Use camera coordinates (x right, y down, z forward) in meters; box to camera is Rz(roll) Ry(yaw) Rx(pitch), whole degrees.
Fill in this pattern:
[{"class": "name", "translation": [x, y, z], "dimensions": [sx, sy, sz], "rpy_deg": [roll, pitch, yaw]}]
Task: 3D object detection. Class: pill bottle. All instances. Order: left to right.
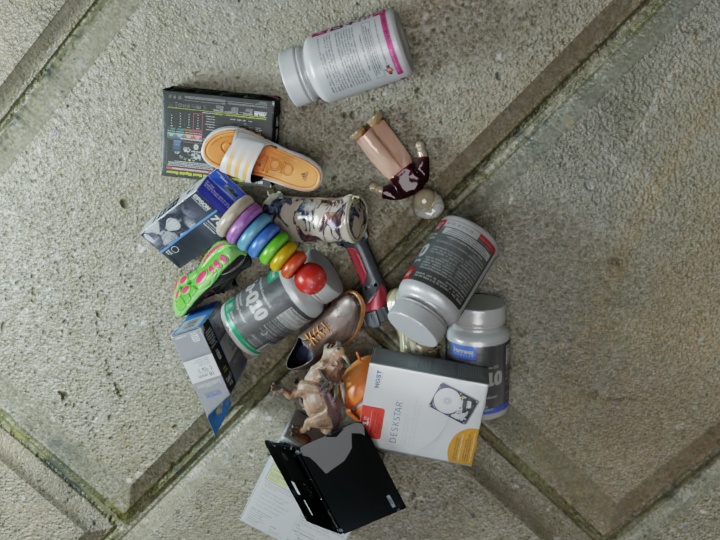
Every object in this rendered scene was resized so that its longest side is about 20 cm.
[{"class": "pill bottle", "translation": [-0.137, 0.054, 1.699], "dimensions": [0.200, 0.113, 0.113], "rpy_deg": [-34, 100, 15]}, {"class": "pill bottle", "translation": [-0.024, -0.340, 1.561], "dimensions": [0.200, 0.113, 0.113], "rpy_deg": [-16, 104, 12]}, {"class": "pill bottle", "translation": [0.135, 0.018, 1.603], "dimensions": [0.114, 0.114, 0.200], "rpy_deg": [35, 71, -4]}, {"class": "pill bottle", "translation": [0.204, 0.149, 1.683], "dimensions": [0.114, 0.114, 0.200], "rpy_deg": [1, 107, 7]}]

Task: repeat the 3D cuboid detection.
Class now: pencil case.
[{"class": "pencil case", "translation": [-0.079, -0.091, 1.629], "dimensions": [0.200, 0.078, 0.090], "rpy_deg": [3, 113, 32]}]

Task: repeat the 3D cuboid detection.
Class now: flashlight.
[{"class": "flashlight", "translation": [0.000, 0.000, 1.692], "dimensions": [0.068, 0.068, 0.200], "rpy_deg": [-10, 108, 56]}]

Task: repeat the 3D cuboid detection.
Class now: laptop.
[{"class": "laptop", "translation": [-0.048, 0.350, 1.661], "dimensions": [0.103, 0.200, 0.177], "rpy_deg": [-32, 103, -28]}]

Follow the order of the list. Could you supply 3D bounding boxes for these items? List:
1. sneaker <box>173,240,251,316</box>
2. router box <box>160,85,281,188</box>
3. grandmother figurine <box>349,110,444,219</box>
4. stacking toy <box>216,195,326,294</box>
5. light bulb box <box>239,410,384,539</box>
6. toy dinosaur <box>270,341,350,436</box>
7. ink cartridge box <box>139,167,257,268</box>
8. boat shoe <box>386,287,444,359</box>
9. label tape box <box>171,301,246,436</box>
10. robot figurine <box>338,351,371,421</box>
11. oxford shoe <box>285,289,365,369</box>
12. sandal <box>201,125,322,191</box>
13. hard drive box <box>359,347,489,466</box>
[{"class": "sneaker", "translation": [-0.267, 0.026, 1.723], "dimensions": [0.084, 0.077, 0.200], "rpy_deg": [21, 134, -39]}, {"class": "router box", "translation": [-0.238, -0.229, 1.650], "dimensions": [0.200, 0.062, 0.150], "rpy_deg": [7, 108, 5]}, {"class": "grandmother figurine", "translation": [0.066, -0.167, 1.633], "dimensions": [0.121, 0.061, 0.200], "rpy_deg": [-38, 96, 25]}, {"class": "stacking toy", "translation": [-0.141, -0.032, 1.602], "dimensions": [0.200, 0.085, 0.085], "rpy_deg": [41, 108, 3]}, {"class": "light bulb box", "translation": [-0.087, 0.403, 1.794], "dimensions": [0.198, 0.125, 0.200], "rpy_deg": [27, 108, 0]}, {"class": "toy dinosaur", "translation": [-0.065, 0.230, 1.688], "dimensions": [0.135, 0.086, 0.200], "rpy_deg": [-2, 119, 28]}, {"class": "ink cartridge box", "translation": [-0.283, -0.088, 1.678], "dimensions": [0.200, 0.039, 0.099], "rpy_deg": [-34, 115, 30]}, {"class": "boat shoe", "translation": [0.109, 0.120, 1.673], "dimensions": [0.065, 0.072, 0.200], "rpy_deg": [-18, 92, 39]}, {"class": "label tape box", "translation": [-0.258, 0.174, 1.736], "dimensions": [0.063, 0.144, 0.200], "rpy_deg": [-19, 104, 11]}, {"class": "robot figurine", "translation": [0.045, 0.231, 1.729], "dimensions": [0.200, 0.144, 0.117], "rpy_deg": [41, 76, -6]}, {"class": "oxford shoe", "translation": [-0.061, 0.113, 1.701], "dimensions": [0.071, 0.073, 0.200], "rpy_deg": [47, 123, 16]}, {"class": "sandal", "translation": [-0.162, -0.180, 1.591], "dimensions": [0.206, 0.059, 0.079], "rpy_deg": [16, 109, -4]}, {"class": "hard drive box", "translation": [0.104, 0.228, 1.620], "dimensions": [0.200, 0.077, 0.156], "rpy_deg": [9, 108, 4]}]
